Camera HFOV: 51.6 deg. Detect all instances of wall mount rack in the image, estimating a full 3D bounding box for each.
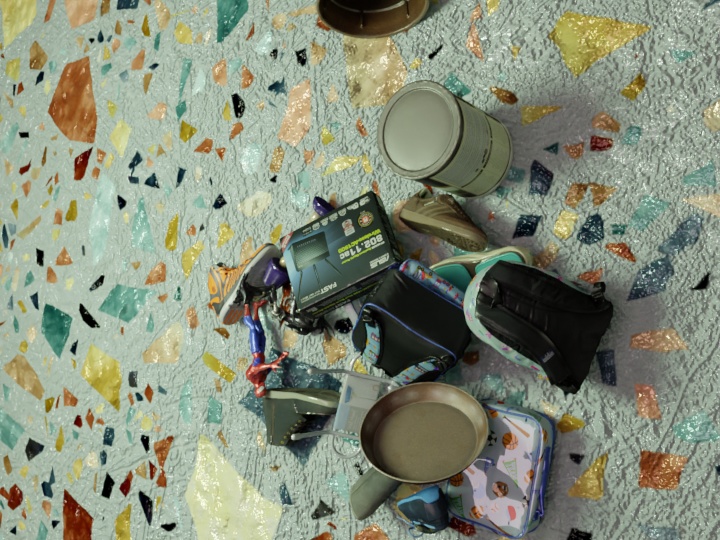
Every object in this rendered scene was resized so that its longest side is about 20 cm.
[{"bbox_3d":[-0.027,0.237,1.291,0.075,0.171,0.203,-144,68,-76],"label":"wall mount rack"}]

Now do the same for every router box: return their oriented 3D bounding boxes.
[{"bbox_3d":[-0.033,-0.025,1.294,0.198,0.062,0.152,-27,62,14],"label":"router box"}]

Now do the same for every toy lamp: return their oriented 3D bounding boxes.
[{"bbox_3d":[-0.121,-0.048,1.441,0.058,0.058,0.201,48,111,27],"label":"toy lamp"}]

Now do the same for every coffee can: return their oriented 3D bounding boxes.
[{"bbox_3d":[0.139,-0.201,1.183,0.145,0.199,0.149,-4,84,34],"label":"coffee can"}]

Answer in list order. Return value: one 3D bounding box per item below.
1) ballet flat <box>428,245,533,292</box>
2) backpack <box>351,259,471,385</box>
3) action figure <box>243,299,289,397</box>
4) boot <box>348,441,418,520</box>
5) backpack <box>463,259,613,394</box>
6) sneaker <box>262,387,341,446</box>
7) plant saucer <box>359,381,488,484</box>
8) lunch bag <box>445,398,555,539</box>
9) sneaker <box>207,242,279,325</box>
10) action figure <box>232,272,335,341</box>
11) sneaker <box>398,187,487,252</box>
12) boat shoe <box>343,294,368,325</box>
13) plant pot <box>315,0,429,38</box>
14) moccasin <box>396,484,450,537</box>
[{"bbox_3d":[0.191,-0.001,1.216,0.198,0.069,0.071,-12,79,34],"label":"ballet flat"},{"bbox_3d":[0.080,0.099,1.226,0.181,0.201,0.135,31,62,3],"label":"backpack"},{"bbox_3d":[-0.178,0.142,1.440,0.098,0.065,0.203,-14,65,23],"label":"action figure"},{"bbox_3d":[0.053,0.342,1.228,0.200,0.182,0.073,-42,90,18],"label":"boot"},{"bbox_3d":[0.248,0.071,1.094,0.198,0.127,0.169,26,76,-1],"label":"backpack"},{"bbox_3d":[-0.105,0.279,1.399,0.198,0.074,0.108,-4,88,44],"label":"sneaker"},{"bbox_3d":[0.097,0.251,1.133,0.198,0.200,0.035,16,132,34],"label":"plant saucer"},{"bbox_3d":[0.221,0.310,1.162,0.158,0.075,0.204,9,91,33],"label":"lunch bag"},{"bbox_3d":[-0.250,0.003,1.513,0.201,0.077,0.112,-51,56,15],"label":"sneaker"},{"bbox_3d":[-0.131,0.058,1.391,0.119,0.198,0.103,144,147,-71],"label":"action figure"},{"bbox_3d":[0.142,-0.092,1.231,0.199,0.070,0.076,25,80,48],"label":"sneaker"},{"bbox_3d":[0.002,0.000,1.348,0.085,0.074,0.205,-22,66,18],"label":"boat shoe"},{"bbox_3d":[0.018,-0.553,1.312,0.198,0.199,0.202,-12,72,33],"label":"plant pot"},{"bbox_3d":[0.099,0.386,1.176,0.079,0.200,0.069,-23,74,-5],"label":"moccasin"}]
